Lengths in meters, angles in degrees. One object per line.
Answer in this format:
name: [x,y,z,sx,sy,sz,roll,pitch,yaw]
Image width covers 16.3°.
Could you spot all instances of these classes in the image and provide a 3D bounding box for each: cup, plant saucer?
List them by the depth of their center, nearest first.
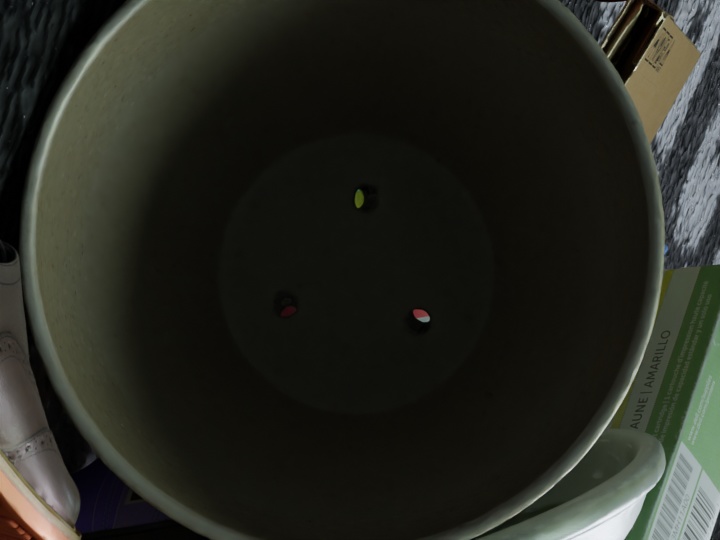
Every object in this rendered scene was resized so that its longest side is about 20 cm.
cup: [-0.003,-0.004,0.843,0.143,0.199,0.201,59,54,-85]
plant saucer: [0.014,0.107,0.871,0.200,0.199,0.051,-25,100,-66]

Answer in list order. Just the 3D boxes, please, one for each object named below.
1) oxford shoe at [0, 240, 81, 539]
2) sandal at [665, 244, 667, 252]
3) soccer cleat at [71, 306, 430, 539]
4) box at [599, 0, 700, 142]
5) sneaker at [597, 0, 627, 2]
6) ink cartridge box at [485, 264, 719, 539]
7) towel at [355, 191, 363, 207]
oxford shoe: [-0.113,0.029,0.724,0.200,0.071,0.073,71,38,-65]
sandal: [0.107,0.058,1.199,0.080,0.087,0.200,-46,171,-40]
soccer cleat: [-0.043,0.054,0.934,0.199,0.068,0.074,-19,98,-33]
box: [0.103,-0.044,1.172,0.164,0.021,0.200,-60,170,6]
sneaker: [0.117,-0.154,1.091,0.200,0.084,0.077,-150,-103,-84]
ink cartridge box: [0.055,0.074,1.002,0.048,0.199,0.146,51,48,-35]
towel: [-0.005,-0.024,1.080,0.086,0.018,0.200,-62,162,-18]
